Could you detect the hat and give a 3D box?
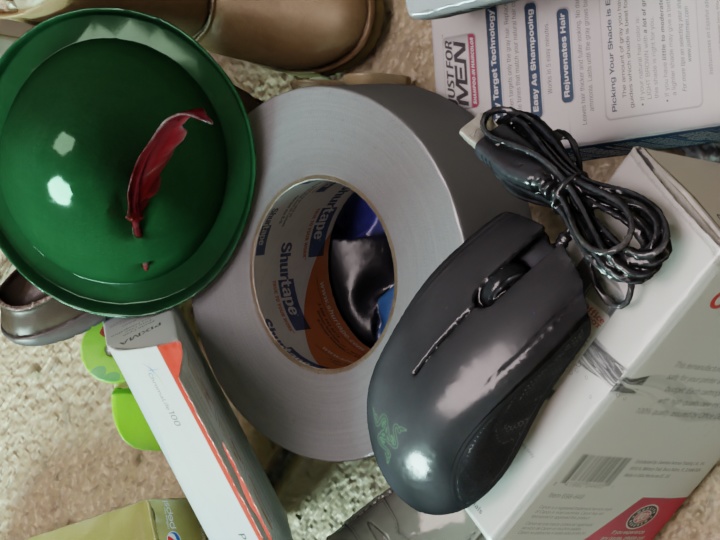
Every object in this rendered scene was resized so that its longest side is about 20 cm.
[{"bbox_3d":[-0.153,-0.044,1.487,0.165,0.176,0.201,24,112,8],"label":"hat"}]

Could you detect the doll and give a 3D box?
[{"bbox_3d":[-0.002,-0.009,1.627,0.136,0.048,0.201,-3,86,38],"label":"doll"}]

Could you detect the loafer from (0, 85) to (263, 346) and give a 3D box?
[{"bbox_3d":[-0.139,-0.042,1.639,0.200,0.071,0.073,-45,32,-6],"label":"loafer"}]

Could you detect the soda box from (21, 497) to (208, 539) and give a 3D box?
[{"bbox_3d":[-0.173,0.190,1.734,0.199,0.068,0.064,-21,75,34],"label":"soda box"}]

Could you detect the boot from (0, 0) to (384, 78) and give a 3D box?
[{"bbox_3d":[-0.110,-0.151,1.618,0.174,0.200,0.067,3,89,37],"label":"boot"}]

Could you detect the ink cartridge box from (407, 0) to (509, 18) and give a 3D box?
[{"bbox_3d":[0.081,-0.243,1.473,0.159,0.047,0.201,-11,92,37],"label":"ink cartridge box"}]

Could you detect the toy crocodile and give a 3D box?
[{"bbox_3d":[-0.133,0.007,1.715,0.061,0.068,0.201,-2,86,3],"label":"toy crocodile"}]

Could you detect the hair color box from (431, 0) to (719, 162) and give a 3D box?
[{"bbox_3d":[0.135,-0.113,1.521,0.199,0.060,0.101,-7,84,36],"label":"hair color box"}]

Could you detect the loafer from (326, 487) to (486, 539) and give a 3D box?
[{"bbox_3d":[0.015,0.163,1.593,0.200,0.070,0.070,-48,63,25],"label":"loafer"}]

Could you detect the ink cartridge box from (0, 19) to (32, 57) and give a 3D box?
[{"bbox_3d":[-0.301,-0.124,1.807,0.200,0.125,0.129,35,109,32],"label":"ink cartridge box"}]

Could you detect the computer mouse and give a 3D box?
[{"bbox_3d":[0.055,0.027,1.403,0.138,0.053,0.201,42,110,41],"label":"computer mouse"}]

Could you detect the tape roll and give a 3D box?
[{"bbox_3d":[0.000,0.000,1.551,0.200,0.066,0.202,5,98,41],"label":"tape roll"}]

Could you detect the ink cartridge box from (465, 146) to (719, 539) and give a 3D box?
[{"bbox_3d":[0.142,0.042,1.456,0.200,0.145,0.085,-52,57,23],"label":"ink cartridge box"}]

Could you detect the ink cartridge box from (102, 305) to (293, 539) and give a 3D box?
[{"bbox_3d":[-0.085,0.108,1.569,0.047,0.200,0.161,-26,104,1],"label":"ink cartridge box"}]
